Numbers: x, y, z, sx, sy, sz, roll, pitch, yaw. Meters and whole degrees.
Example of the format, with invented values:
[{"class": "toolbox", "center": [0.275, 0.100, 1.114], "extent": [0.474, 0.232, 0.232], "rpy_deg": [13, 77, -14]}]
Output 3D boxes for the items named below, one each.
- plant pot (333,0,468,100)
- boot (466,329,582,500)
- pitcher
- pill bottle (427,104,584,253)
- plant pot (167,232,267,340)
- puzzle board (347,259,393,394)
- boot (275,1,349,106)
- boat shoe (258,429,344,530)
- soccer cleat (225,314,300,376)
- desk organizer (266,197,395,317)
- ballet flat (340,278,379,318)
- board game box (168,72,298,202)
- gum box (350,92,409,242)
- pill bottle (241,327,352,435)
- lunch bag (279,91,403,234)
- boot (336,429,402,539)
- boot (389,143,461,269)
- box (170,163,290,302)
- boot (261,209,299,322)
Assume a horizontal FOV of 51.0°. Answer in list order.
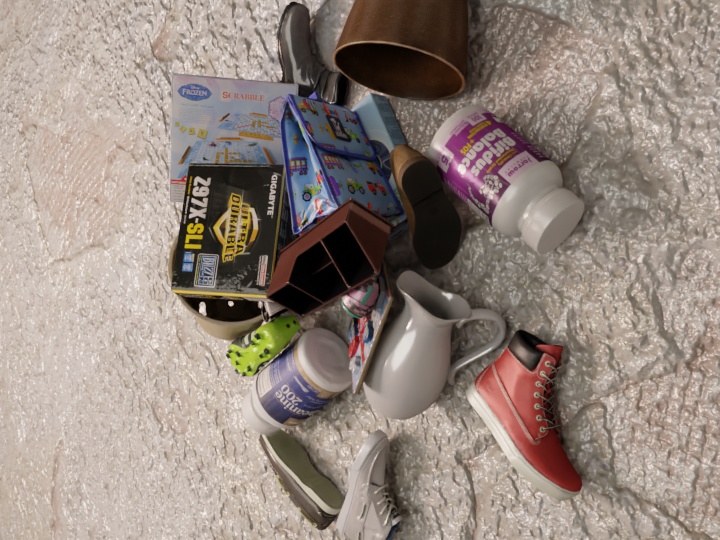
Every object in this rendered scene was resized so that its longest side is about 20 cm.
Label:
[{"class": "plant pot", "center": [0.073, -0.366, 1.039], "extent": [0.185, 0.186, 0.203], "rpy_deg": [7, 81, 39]}, {"class": "boot", "center": [0.240, 0.180, 0.974], "extent": [0.201, 0.072, 0.145], "rpy_deg": [52, 121, 30]}, {"class": "pitcher", "center": [0.099, 0.119, 1.065], "extent": [0.170, 0.122, 0.202], "rpy_deg": [19, 120, -2]}, {"class": "pill bottle", "center": [0.188, -0.116, 0.975], "extent": [0.200, 0.112, 0.113], "rpy_deg": [46, 119, 29]}, {"class": "plant pot", "center": [-0.216, 0.026, 1.261], "extent": [0.184, 0.198, 0.202], "rpy_deg": [115, 133, -65]}, {"class": "puzzle board", "center": [0.010, 0.069, 1.109], "extent": [0.200, 0.017, 0.152], "rpy_deg": [-99, 26, -70]}, {"class": "boot", "center": [-0.071, -0.327, 1.225], "extent": [0.131, 0.069, 0.203], "rpy_deg": [18, 114, 35]}, {"class": "boat shoe", "center": [-0.112, 0.348, 1.275], "extent": [0.201, 0.071, 0.061], "rpy_deg": [43, 114, 27]}, {"class": "soccer cleat", "center": [-0.160, 0.125, 1.242], "extent": [0.068, 0.081, 0.200], "rpy_deg": [59, 145, 1]}, {"class": "desk organizer", "center": [-0.046, -0.011, 1.007], "extent": [0.199, 0.071, 0.078], "rpy_deg": [-31, 35, 51]}, {"class": "ballet flat", "center": [0.000, 0.000, 1.077], "extent": [0.071, 0.069, 0.200], "rpy_deg": [-52, 18, 13]}, {"class": "board game box", "center": [-0.203, -0.205, 1.208], "extent": [0.041, 0.197, 0.202], "rpy_deg": [-112, 26, -74]}, {"class": "gum box", "center": [0.008, -0.140, 1.170], "extent": [0.169, 0.044, 0.202], "rpy_deg": [-34, 70, 36]}, {"class": "pill bottle", "center": [-0.109, 0.190, 1.239], "extent": [0.200, 0.110, 0.112], "rpy_deg": [-42, 66, 33]}, {"class": "lunch bag", "center": [-0.042, -0.160, 1.084], "extent": [0.094, 0.150, 0.202], "rpy_deg": [-25, 77, 37]}, {"class": "boot", "center": [0.031, 0.349, 1.164], "extent": [0.095, 0.073, 0.202], "rpy_deg": [29, 118, 29]}, {"class": "boot", "center": [0.088, -0.089, 1.050], "extent": [0.076, 0.073, 0.201], "rpy_deg": [-121, 8, -49]}, {"class": "box", "center": [-0.190, -0.058, 1.126], "extent": [0.158, 0.049, 0.203], "rpy_deg": [3, 78, 15]}, {"class": "boot", "center": [-0.098, -0.035, 1.164], "extent": [0.199, 0.069, 0.175], "rpy_deg": [-34, 76, 1]}]
